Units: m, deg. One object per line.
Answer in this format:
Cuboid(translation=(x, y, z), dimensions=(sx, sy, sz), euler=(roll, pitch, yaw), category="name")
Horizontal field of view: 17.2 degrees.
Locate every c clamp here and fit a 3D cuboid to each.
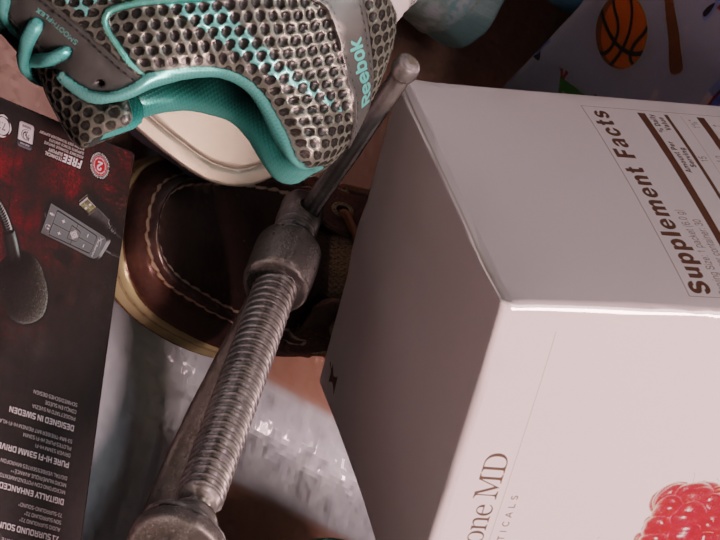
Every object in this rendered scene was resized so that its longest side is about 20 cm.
Cuboid(translation=(-0.046, 0.050, 0.696), dimensions=(0.027, 0.171, 0.201), euler=(26, 43, -7), category="c clamp")

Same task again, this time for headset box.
Cuboid(translation=(-0.150, 0.045, 0.651), dimensions=(0.148, 0.075, 0.202), euler=(23, 68, -44), category="headset box")

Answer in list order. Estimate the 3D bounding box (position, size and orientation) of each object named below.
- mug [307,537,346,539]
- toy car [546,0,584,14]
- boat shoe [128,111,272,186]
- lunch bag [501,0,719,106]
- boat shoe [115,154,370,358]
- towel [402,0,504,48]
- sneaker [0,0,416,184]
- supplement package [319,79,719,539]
Cuboid(translation=(-0.028, 0.166, 0.729), dimensions=(0.152, 0.185, 0.114), euler=(-47, 121, -3), category="mug")
Cuboid(translation=(0.144, -0.193, 0.981), dimensions=(0.184, 0.176, 0.201), euler=(20, 41, -52), category="toy car")
Cuboid(translation=(-0.098, -0.105, 0.754), dimensions=(0.073, 0.063, 0.200), euler=(-46, 109, -4), category="boat shoe")
Cuboid(translation=(0.183, -0.065, 0.884), dimensions=(0.199, 0.170, 0.125), euler=(0, 60, -38), category="lunch bag")
Cuboid(translation=(0.000, 0.000, 0.823), dimensions=(0.199, 0.072, 0.073), euler=(19, 70, -43), category="boat shoe")
Cuboid(translation=(0.006, -0.207, 0.882), dimensions=(0.171, 0.048, 0.202), euler=(31, 63, -37), category="towel")
Cuboid(translation=(-0.080, -0.082, 0.672), dimensions=(0.198, 0.078, 0.092), euler=(15, 80, -4), category="sneaker")
Cuboid(translation=(0.104, 0.027, 0.747), dimensions=(0.198, 0.120, 0.122), euler=(2, 125, -19), category="supplement package")
